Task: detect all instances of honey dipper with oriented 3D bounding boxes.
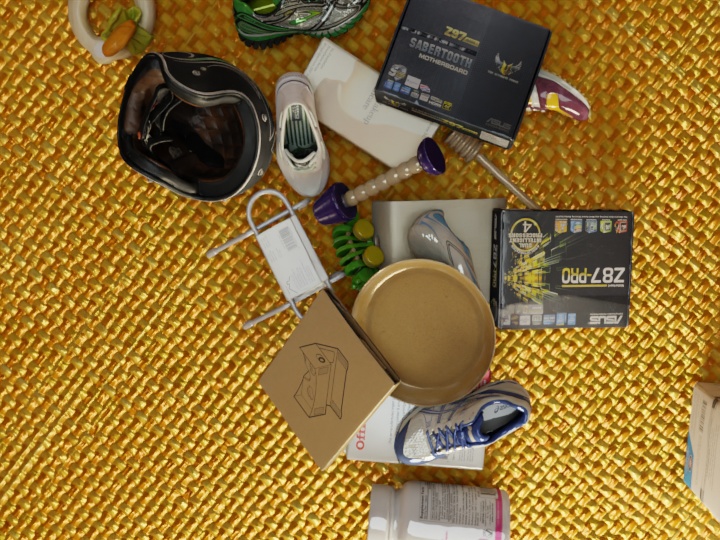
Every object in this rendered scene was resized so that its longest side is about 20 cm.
[{"bbox_3d":[0.200,-0.127,1.368,0.199,0.038,0.038,43,96,-6],"label":"honey dipper"}]

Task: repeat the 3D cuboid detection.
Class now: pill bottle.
[{"bbox_3d":[0.108,0.360,1.377,0.195,0.113,0.116,5,96,2],"label":"pill bottle"}]

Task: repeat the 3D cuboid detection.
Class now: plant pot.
[{"bbox_3d":[0.083,0.080,1.290,0.195,0.027,0.205,4,106,13],"label":"plant pot"}]

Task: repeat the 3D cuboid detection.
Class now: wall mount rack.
[{"bbox_3d":[-0.121,-0.007,1.374,0.171,0.075,0.203,-27,94,1],"label":"wall mount rack"}]

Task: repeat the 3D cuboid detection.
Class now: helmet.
[{"bbox_3d":[-0.210,-0.191,1.295,0.188,0.199,0.204,14,97,-35],"label":"helmet"}]

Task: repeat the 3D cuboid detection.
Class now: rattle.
[{"bbox_3d":[-0.365,-0.386,1.314,0.128,0.143,0.204,-12,102,22],"label":"rattle"}]

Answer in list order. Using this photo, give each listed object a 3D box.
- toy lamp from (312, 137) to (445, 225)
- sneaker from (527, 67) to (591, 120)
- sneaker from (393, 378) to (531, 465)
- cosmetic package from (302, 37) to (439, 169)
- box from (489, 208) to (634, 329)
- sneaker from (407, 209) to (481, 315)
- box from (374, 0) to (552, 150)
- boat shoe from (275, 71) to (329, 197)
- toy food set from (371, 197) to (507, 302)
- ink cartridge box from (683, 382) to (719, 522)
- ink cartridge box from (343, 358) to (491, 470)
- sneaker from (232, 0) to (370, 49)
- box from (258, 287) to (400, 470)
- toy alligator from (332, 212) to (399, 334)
[{"bbox_3d":[0.019,-0.115,1.308,0.198,0.058,0.059,-26,94,29],"label":"toy lamp"},{"bbox_3d":[0.219,-0.239,1.337,0.197,0.075,0.091,30,94,8],"label":"sneaker"},{"bbox_3d":[0.133,0.205,1.290,0.197,0.088,0.076,-27,98,5],"label":"sneaker"},{"bbox_3d":[0.009,-0.222,1.345,0.198,0.071,0.107,31,96,-1],"label":"cosmetic package"},{"bbox_3d":[0.278,-0.004,1.349,0.195,0.049,0.165,1,98,-11],"label":"box"},{"bbox_3d":[0.134,0.008,1.318,0.072,0.071,0.202,-42,109,-35],"label":"sneaker"},{"bbox_3d":[0.134,-0.269,1.280,0.196,0.051,0.161,21,82,5],"label":"box"},{"bbox_3d":[-0.084,-0.164,1.303,0.072,0.068,0.202,-8,136,4],"label":"boat shoe"},{"bbox_3d":[0.116,-0.028,1.373,0.195,0.060,0.147,-2,95,-6],"label":"toy food set"},{"bbox_3d":[0.506,0.247,1.307,0.084,0.200,0.150,5,96,2],"label":"ink cartridge box"},{"bbox_3d":[0.079,0.193,1.376,0.195,0.084,0.148,4,97,1],"label":"ink cartridge box"},{"bbox_3d":[-0.079,-0.360,1.317,0.196,0.085,0.080,-15,67,3],"label":"sneaker"},{"bbox_3d":[-0.048,0.151,1.331,0.164,0.021,0.201,50,126,19],"label":"box"},{"bbox_3d":[0.000,0.000,1.345,0.053,0.059,0.204,-7,67,-32],"label":"toy alligator"}]
